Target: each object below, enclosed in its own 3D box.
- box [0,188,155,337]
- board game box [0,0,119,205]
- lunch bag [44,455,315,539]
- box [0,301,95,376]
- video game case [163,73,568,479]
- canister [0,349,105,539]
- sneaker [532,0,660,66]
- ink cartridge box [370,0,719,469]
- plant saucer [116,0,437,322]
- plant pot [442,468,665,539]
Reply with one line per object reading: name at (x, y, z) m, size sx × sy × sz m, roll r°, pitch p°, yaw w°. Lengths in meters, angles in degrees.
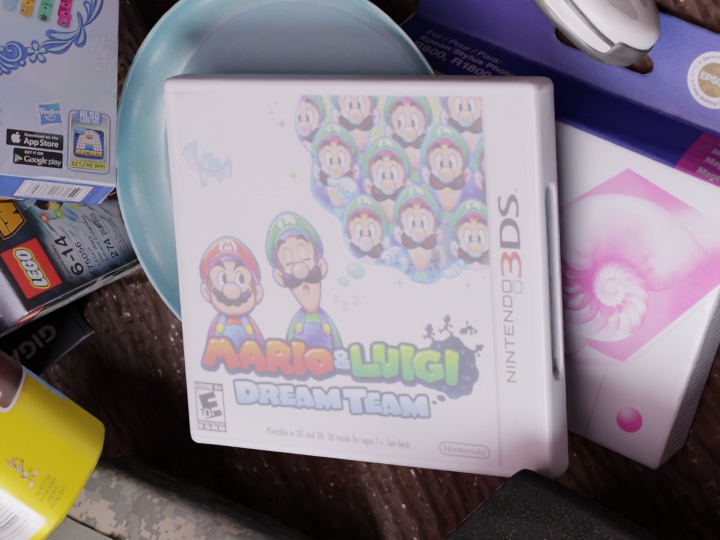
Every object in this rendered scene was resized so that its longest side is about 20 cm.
box at (-0.187, -0.075, 1.089) m, size 0.040 × 0.137 × 0.200 m, roll -34°, pitch 88°, yaw 38°
board game box at (-0.214, -0.139, 1.021) m, size 0.043 × 0.200 × 0.199 m, roll 147°, pitch 126°, yaw -64°
lunch bag at (-0.114, 0.210, 1.106) m, size 0.164 × 0.118 × 0.200 m, roll 22°, pitch 90°, yaw 28°
box at (-0.277, 0.015, 1.120) m, size 0.200 × 0.050 × 0.199 m, roll -38°, pitch 106°, yaw -6°
video game case at (0.000, 0.000, 1.004) m, size 0.200 × 0.024 × 0.182 m, roll 4°, pitch 104°, yaw 30°
canister at (-0.237, 0.052, 1.035) m, size 0.200 × 0.087 × 0.148 m, roll 39°, pitch 156°, yaw -23°
sneaker at (0.107, -0.196, 0.937) m, size 0.115 × 0.076 × 0.201 m, roll -25°, pitch 88°, yaw 32°
ink cartridge box at (0.087, -0.034, 1.016) m, size 0.196 × 0.043 × 0.200 m, roll 24°, pitch 115°, yaw 21°
plant saucer at (-0.031, -0.047, 1.041) m, size 0.200 × 0.027 × 0.200 m, roll 9°, pitch 107°, yaw 29°
plant pot at (0.086, 0.210, 0.966) m, size 0.200 × 0.200 × 0.177 m, roll -43°, pitch 71°, yaw -11°
